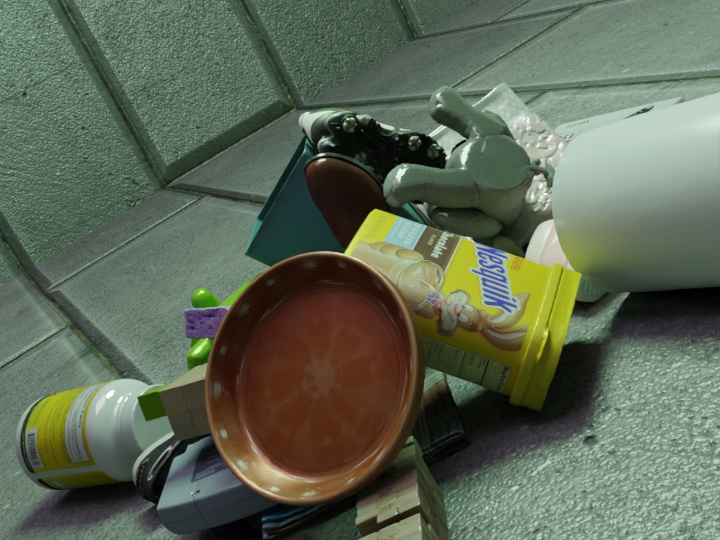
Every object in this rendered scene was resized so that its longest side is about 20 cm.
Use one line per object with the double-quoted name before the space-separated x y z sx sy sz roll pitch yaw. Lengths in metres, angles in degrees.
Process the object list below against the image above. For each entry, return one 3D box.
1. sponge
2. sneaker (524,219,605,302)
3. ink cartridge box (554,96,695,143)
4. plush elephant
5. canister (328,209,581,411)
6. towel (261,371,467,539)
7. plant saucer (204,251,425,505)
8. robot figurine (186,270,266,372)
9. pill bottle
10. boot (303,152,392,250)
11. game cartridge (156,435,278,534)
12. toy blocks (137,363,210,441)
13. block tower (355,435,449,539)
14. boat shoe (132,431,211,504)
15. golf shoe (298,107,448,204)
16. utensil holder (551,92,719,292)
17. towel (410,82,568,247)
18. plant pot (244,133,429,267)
"sponge" -0.077 0.043 1.009 0.111 0.030 0.200 -7 -2 14
"sneaker" 0.246 -0.046 1.096 0.200 0.076 0.104 -41 26 -24
"ink cartridge box" 0.349 -0.194 1.421 0.199 0.044 0.173 -8 28 49
"plush elephant" 0.134 -0.080 1.173 0.198 0.155 0.166 16 58 7
"canister" 0.081 0.029 0.935 0.198 0.087 0.149 19 34 8
"towel" -0.003 0.163 0.977 0.199 0.022 0.147 -27 18 4
"plant saucer" -0.037 0.086 0.852 0.199 0.202 0.032 -20 -23 25
"robot figurine" -0.116 0.076 1.234 0.174 0.117 0.200 13 37 30
"pill bottle" -0.287 0.183 1.198 0.199 0.113 0.112 -14 22 37
"boot" 0.000 0.000 1.067 0.068 0.189 0.201 -18 38 16
"game cartridge" -0.087 0.172 0.979 0.199 0.042 0.133 -23 21 8
"toy blocks" -0.091 0.099 1.016 0.199 0.101 0.137 -18 7 23
"block tower" 0.031 0.199 0.767 0.054 0.058 0.200 -26 19 10
"boat shoe" -0.148 0.166 1.102 0.199 0.074 0.060 -37 19 -17
"golf shoe" 0.021 -0.139 1.213 0.088 0.199 0.078 33 98 51
"utensil holder" 0.292 -0.066 0.933 0.170 0.171 0.199 -40 19 -34
"towel" 0.160 -0.114 1.285 0.199 0.191 0.032 -35 -23 -11
"plant pot" -0.013 -0.049 1.267 0.142 0.199 0.141 -58 9 16
